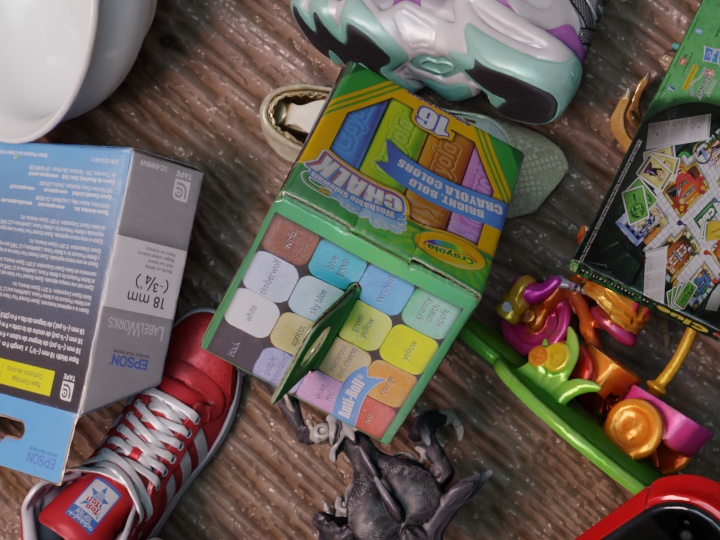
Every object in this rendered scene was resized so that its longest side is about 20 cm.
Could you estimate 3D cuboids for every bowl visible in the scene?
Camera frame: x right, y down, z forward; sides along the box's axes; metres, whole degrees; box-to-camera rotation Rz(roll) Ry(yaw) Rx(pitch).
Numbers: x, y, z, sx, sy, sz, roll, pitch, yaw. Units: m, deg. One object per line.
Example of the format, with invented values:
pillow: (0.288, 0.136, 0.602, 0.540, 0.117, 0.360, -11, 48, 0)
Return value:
bowl: (-0.191, -0.183, 0.963, 0.201, 0.090, 0.202, 10, 104, 45)

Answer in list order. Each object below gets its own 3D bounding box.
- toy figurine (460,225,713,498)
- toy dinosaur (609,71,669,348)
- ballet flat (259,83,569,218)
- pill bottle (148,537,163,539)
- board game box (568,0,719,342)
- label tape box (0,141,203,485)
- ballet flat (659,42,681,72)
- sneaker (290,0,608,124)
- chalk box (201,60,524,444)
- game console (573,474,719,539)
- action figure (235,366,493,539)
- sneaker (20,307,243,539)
toy figurine: (0.173, 0.015, 0.875, 0.200, 0.150, 0.184, 41, 97, 34)
toy dinosaur: (0.198, -0.066, 0.920, 0.106, 0.060, 0.200, 34, 92, 9)
ballet flat: (0.029, -0.075, 0.948, 0.199, 0.062, 0.068, 10, 84, 10)
pill bottle: (-0.078, 0.260, 0.911, 0.200, 0.114, 0.114, 38, 92, 11)
board game box: (0.200, -0.064, 0.811, 0.104, 0.023, 0.200, 26, 73, 12)
label tape box: (-0.185, 0.024, 0.947, 0.144, 0.063, 0.201, 8, 86, 42)
ballet flat: (0.259, -0.075, 0.883, 0.199, 0.071, 0.066, 16, 108, -9)
sneaker: (0.065, -0.177, 0.954, 0.199, 0.078, 0.140, 21, 69, 23)
chalk box: (0.000, 0.000, 0.851, 0.124, 0.200, 0.125, 27, 128, -4)
game console: (0.178, 0.222, 0.805, 0.200, 0.031, 0.177, 50, 123, 5)
action figure: (0.007, 0.114, 0.919, 0.119, 0.102, 0.200, -33, 65, 4)
sneaker: (-0.139, 0.113, 0.936, 0.071, 0.112, 0.201, 27, 90, 11)
